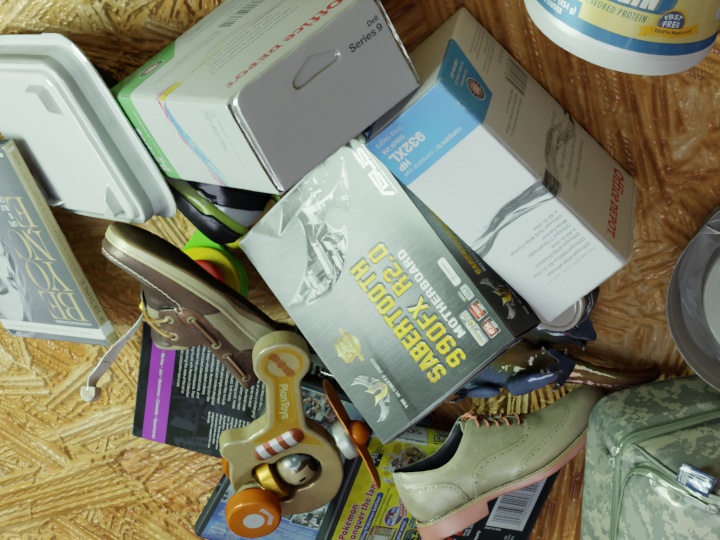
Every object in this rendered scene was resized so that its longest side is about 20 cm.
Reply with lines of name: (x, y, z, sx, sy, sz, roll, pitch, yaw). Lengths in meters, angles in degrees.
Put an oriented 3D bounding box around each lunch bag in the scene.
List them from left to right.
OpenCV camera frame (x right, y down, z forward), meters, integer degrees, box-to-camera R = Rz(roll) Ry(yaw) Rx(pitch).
lunch bag: (0.269, 0.204, 1.622, 0.139, 0.168, 0.201, -10, 124, -17)

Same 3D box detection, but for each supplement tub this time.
supplement tub: (0.204, -0.253, 1.387, 0.144, 0.145, 0.200, 18, 124, 3)

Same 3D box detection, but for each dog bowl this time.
dog bowl: (0.342, 0.016, 1.573, 0.199, 0.059, 0.201, 7, 122, 11)

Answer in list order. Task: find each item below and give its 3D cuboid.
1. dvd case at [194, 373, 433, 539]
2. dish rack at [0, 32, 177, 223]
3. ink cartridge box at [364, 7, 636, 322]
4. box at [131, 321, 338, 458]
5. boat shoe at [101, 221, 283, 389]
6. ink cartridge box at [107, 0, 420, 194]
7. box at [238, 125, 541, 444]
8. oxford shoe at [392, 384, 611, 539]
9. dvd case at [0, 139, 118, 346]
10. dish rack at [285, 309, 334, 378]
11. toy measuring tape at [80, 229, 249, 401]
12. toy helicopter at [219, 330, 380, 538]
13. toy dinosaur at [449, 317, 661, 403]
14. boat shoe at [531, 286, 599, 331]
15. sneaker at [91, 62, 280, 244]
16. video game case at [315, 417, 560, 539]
dvd case: (-0.043, 0.180, 1.751, 0.142, 0.018, 0.200, 20, 122, -16)
dish rack: (-0.238, -0.106, 1.588, 0.200, 0.044, 0.172, 11, 137, 58)
ink cartridge box: (0.110, -0.081, 1.516, 0.200, 0.145, 0.084, 43, 117, -14)
box: (-0.097, 0.107, 1.759, 0.199, 0.036, 0.143, 15, 125, 6)
boat shoe: (-0.140, 0.034, 1.601, 0.072, 0.072, 0.200, -50, 131, 3)
ink cartridge box: (-0.074, -0.135, 1.479, 0.200, 0.145, 0.088, 9, 134, 58)
box: (0.020, 0.008, 1.537, 0.158, 0.048, 0.200, -41, 81, 34)
oxford shoe: (0.120, 0.144, 1.670, 0.200, 0.070, 0.075, -34, 99, -6)
dvd case: (-0.296, -0.023, 1.699, 0.148, 0.016, 0.200, 4, 128, 45)
dish rack: (0.000, 0.000, 1.608, 0.153, 0.054, 0.201, 12, 108, 32)
toy measuring tape: (-0.151, 0.045, 1.681, 0.073, 0.074, 0.200, 37, 92, -10)
toy helicopter: (-0.051, 0.128, 1.646, 0.132, 0.079, 0.200, -5, 131, -3)
toy dinosaur: (0.112, 0.092, 1.669, 0.200, 0.105, 0.181, 35, 145, -23)
boat shoe: (0.100, -0.011, 1.618, 0.200, 0.057, 0.067, 27, 116, 17)
sneaker: (-0.146, -0.110, 1.629, 0.083, 0.072, 0.200, -43, 106, 7)
video game case: (0.060, 0.222, 1.764, 0.180, 0.026, 0.200, 10, 125, -14)
